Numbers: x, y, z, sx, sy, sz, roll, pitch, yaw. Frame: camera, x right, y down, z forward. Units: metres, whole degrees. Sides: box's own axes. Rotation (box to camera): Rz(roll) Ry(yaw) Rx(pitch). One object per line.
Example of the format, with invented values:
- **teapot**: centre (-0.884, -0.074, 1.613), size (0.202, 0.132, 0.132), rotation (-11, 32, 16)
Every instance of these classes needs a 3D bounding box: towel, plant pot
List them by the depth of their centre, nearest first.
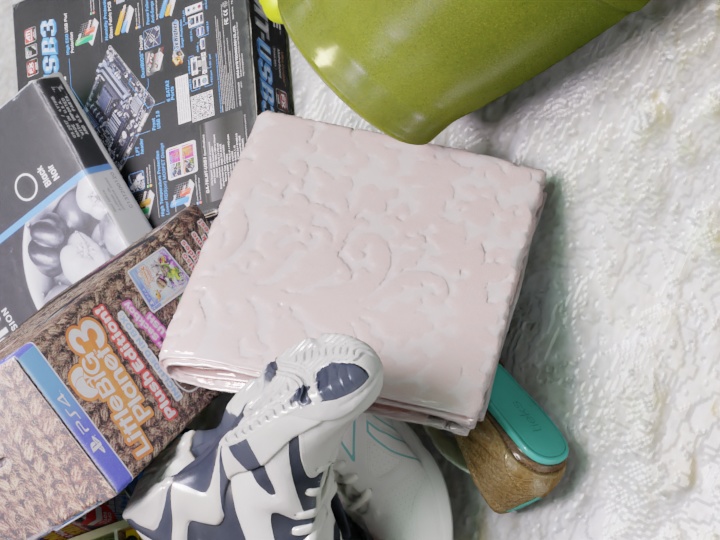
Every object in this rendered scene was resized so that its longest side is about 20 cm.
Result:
- **towel**: centre (0.000, 0.000, 1.553), size (0.189, 0.032, 0.201), rotation (12, 50, 10)
- **plant pot**: centre (0.059, -0.182, 1.558), size (0.193, 0.200, 0.201), rotation (-44, 57, 20)

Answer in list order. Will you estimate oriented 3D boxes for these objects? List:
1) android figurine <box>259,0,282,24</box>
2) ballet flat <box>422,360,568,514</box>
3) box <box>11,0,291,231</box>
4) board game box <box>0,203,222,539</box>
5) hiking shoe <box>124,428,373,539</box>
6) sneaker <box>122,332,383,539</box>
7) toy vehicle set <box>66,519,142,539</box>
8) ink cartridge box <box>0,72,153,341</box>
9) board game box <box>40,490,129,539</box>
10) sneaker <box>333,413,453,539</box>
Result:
- **android figurine**: centre (-0.019, -0.241, 1.693), size (0.198, 0.041, 0.184), rotation (9, 77, 19)
- **ballet flat**: centre (0.054, 0.062, 1.583), size (0.072, 0.067, 0.201), rotation (-53, 56, 35)
- **box**: centre (-0.139, -0.110, 1.767), size (0.197, 0.050, 0.202), rotation (-18, 68, 31)
- **board game box**: centre (-0.168, 0.073, 1.574), size (0.159, 0.200, 0.097), rotation (-31, 98, 39)
- **hiking shoe**: centre (-0.078, 0.131, 1.622), size (0.199, 0.087, 0.075), rotation (20, 65, 34)
- **sneaker**: centre (-0.027, 0.124, 1.473), size (0.199, 0.129, 0.080), rotation (-39, 17, 30)
- **toy vehicle set**: centre (-0.153, 0.263, 1.685), size (0.124, 0.026, 0.202), rotation (-22, 65, 28)
- **ink cartridge box**: centre (-0.222, 0.007, 1.745), size (0.200, 0.043, 0.199), rotation (-37, 80, 29)
- **board game box**: centre (-0.252, 0.147, 1.710), size (0.198, 0.200, 0.062), rotation (-16, 68, 15)
- **sneaker**: centre (-0.007, 0.102, 1.572), size (0.070, 0.080, 0.202), rotation (-37, 71, 57)
